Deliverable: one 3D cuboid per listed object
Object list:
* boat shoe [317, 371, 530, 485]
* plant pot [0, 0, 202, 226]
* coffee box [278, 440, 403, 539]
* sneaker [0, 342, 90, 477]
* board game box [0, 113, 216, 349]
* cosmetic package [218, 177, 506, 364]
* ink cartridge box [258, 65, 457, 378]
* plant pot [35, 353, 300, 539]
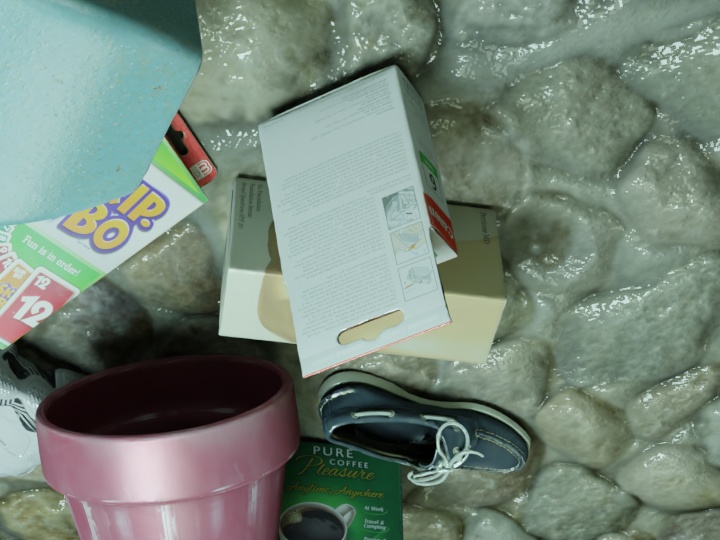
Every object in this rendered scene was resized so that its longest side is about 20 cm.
[{"bbox_3d":[0.058,0.143,1.125,0.200,0.062,0.075,23,126,-21],"label":"boat shoe"},{"bbox_3d":[-0.206,-0.145,0.777,0.200,0.196,0.196,13,132,-26],"label":"plant pot"},{"bbox_3d":[-0.025,0.240,1.120,0.123,0.200,0.044,5,138,-8],"label":"coffee box"},{"bbox_3d":[-0.310,0.105,1.071,0.115,0.075,0.200,-33,129,22],"label":"sneaker"},{"bbox_3d":[-0.198,-0.038,0.920,0.200,0.030,0.096,-38,129,-8],"label":"board game box"},{"bbox_3d":[0.000,0.000,0.965,0.200,0.105,0.071,5,134,-8],"label":"cosmetic package"},{"bbox_3d":[0.002,-0.028,0.871,0.109,0.200,0.050,-21,149,18],"label":"ink cartridge box"},{"bbox_3d":[-0.141,0.177,1.020,0.200,0.200,0.179,-4,103,3],"label":"plant pot"}]
